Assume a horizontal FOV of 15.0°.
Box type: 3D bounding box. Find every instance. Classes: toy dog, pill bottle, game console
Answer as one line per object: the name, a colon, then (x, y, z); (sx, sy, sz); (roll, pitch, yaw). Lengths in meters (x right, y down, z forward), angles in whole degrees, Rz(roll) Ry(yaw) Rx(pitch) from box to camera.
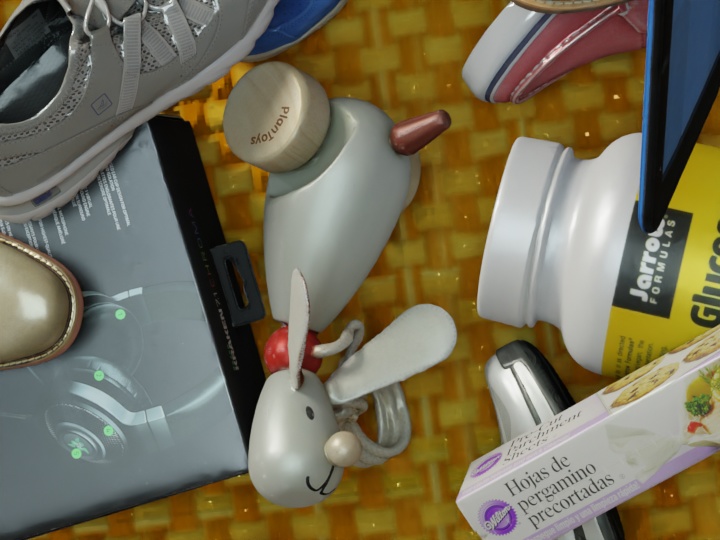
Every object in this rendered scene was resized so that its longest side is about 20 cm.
toy dog: (0.000, 0.000, 1.236); (0.096, 0.132, 0.201); (-10, 90, 38)
pill bottle: (0.159, 0.002, 1.230); (0.200, 0.112, 0.113); (12, 94, 8)
game console: (0.186, -0.130, 1.114); (0.170, 0.200, 0.118); (-8, 47, -5)

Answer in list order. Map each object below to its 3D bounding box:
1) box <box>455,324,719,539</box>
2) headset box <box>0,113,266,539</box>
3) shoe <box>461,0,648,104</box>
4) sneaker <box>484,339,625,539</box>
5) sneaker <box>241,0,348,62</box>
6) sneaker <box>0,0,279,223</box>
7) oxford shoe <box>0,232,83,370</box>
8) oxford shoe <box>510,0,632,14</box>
box: (0.133, 0.062, 1.177); (0.200, 0.041, 0.039); (-31, 102, 25)
headset box: (-0.145, 0.032, 1.289); (0.200, 0.093, 0.175); (-18, 88, 9)
shoe: (0.146, -0.124, 1.248); (0.200, 0.071, 0.091); (-41, 80, 4)
sneaker: (0.068, 0.140, 1.268); (0.115, 0.076, 0.201); (-19, 91, 7)
sneaker: (-0.010, -0.176, 1.251); (0.200, 0.111, 0.077); (-41, 86, 8)
sneaker: (-0.105, -0.109, 1.205); (0.075, 0.082, 0.200); (37, 82, 27)
oxford shoe: (-0.224, 0.008, 1.217); (0.199, 0.074, 0.071); (7, 91, 10)
oxford shoe: (0.147, -0.174, 1.187); (0.200, 0.071, 0.071); (-26, 83, 2)
